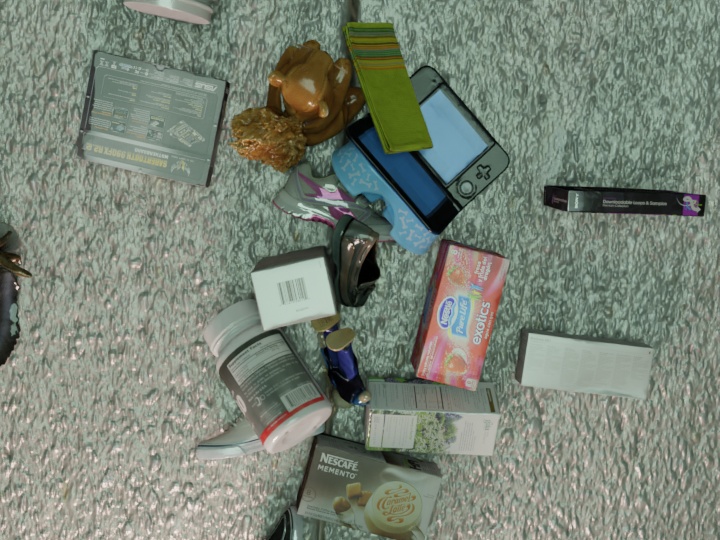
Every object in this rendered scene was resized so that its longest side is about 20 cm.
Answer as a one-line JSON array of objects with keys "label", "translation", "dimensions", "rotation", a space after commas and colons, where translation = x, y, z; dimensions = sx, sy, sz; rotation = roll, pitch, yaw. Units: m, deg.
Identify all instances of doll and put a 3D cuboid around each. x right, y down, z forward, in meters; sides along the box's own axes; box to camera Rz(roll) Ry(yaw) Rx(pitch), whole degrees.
[{"label": "doll", "translation": [-0.030, 0.137, 1.403], "dimensions": [0.048, 0.201, 0.137], "rotation": [-30, 54, -16]}]

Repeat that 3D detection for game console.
[{"label": "game console", "translation": [0.102, -0.177, 1.385], "dimensions": [0.170, 0.118, 0.200], "rotation": [-41, 92, 1]}]

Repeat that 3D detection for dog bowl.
[{"label": "dog bowl", "translation": [0.045, -0.114, 1.393], "dimensions": [0.049, 0.112, 0.200], "rotation": [-40, 98, 27]}]

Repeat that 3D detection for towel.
[{"label": "towel", "translation": [0.040, -0.263, 1.365], "dimensions": [0.085, 0.018, 0.202], "rotation": [-11, 76, -30]}]

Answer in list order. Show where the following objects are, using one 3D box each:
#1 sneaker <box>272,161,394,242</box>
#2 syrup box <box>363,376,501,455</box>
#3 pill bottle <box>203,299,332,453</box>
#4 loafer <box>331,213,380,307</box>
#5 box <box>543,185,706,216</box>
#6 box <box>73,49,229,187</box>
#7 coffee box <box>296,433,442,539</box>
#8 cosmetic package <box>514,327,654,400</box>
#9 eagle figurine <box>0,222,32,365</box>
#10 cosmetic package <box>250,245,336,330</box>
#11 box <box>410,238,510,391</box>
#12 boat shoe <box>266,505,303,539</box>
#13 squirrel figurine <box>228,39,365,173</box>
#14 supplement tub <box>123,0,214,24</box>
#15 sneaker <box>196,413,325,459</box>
[{"label": "sneaker", "translation": [-0.025, -0.101, 1.412], "dimensions": [0.198, 0.081, 0.089], "rotation": [20, 96, -6]}, {"label": "syrup box", "translation": [0.106, 0.219, 1.444], "dimensions": [0.197, 0.082, 0.080], "rotation": [2, 120, -4]}, {"label": "pill bottle", "translation": [-0.138, 0.150, 1.388], "dimensions": [0.113, 0.114, 0.201], "rotation": [-36, 70, 1]}, {"label": "loafer", "translation": [0.000, 0.000, 1.372], "dimensions": [0.062, 0.201, 0.072], "rotation": [20, 61, 17]}, {"label": "box", "translation": [0.380, -0.102, 1.403], "dimensions": [0.197, 0.143, 0.037], "rotation": [3, 97, -3]}, {"label": "box", "translation": [-0.303, -0.220, 1.401], "dimensions": [0.197, 0.048, 0.160], "rotation": [12, 96, -4]}, {"label": "coffee box", "translation": [0.011, 0.330, 1.460], "dimensions": [0.198, 0.080, 0.116], "rotation": [17, 95, -5]}, {"label": "cosmetic package", "translation": [0.342, 0.143, 1.473], "dimensions": [0.197, 0.051, 0.084], "rotation": [8, 98, -4]}, {"label": "eagle figurine", "translation": [-0.571, 0.035, 1.392], "dimensions": [0.152, 0.150, 0.201], "rotation": [52, 129, 32]}, {"label": "cosmetic package", "translation": [-0.092, 0.019, 1.362], "dimensions": [0.106, 0.200, 0.086], "rotation": [-13, 95, 1]}, {"label": "box", "translation": [0.146, 0.063, 1.429], "dimensions": [0.094, 0.103, 0.202], "rotation": [14, 97, -4]}, {"label": "boat shoe", "translation": [-0.141, 0.452, 1.470], "dimensions": [0.067, 0.074, 0.201], "rotation": [14, 105, -19]}, {"label": "squirrel figurine", "translation": [-0.088, -0.223, 1.340], "dimensions": [0.141, 0.187, 0.201], "rotation": [37, 91, -6]}, {"label": "supplement tub", "translation": [-0.252, -0.457, 1.329], "dimensions": [0.144, 0.145, 0.203], "rotation": [10, 95, -4]}, {"label": "sneaker", "translation": [-0.155, 0.234, 1.453], "dimensions": [0.198, 0.073, 0.072], "rotation": [-14, 88, -11]}]
